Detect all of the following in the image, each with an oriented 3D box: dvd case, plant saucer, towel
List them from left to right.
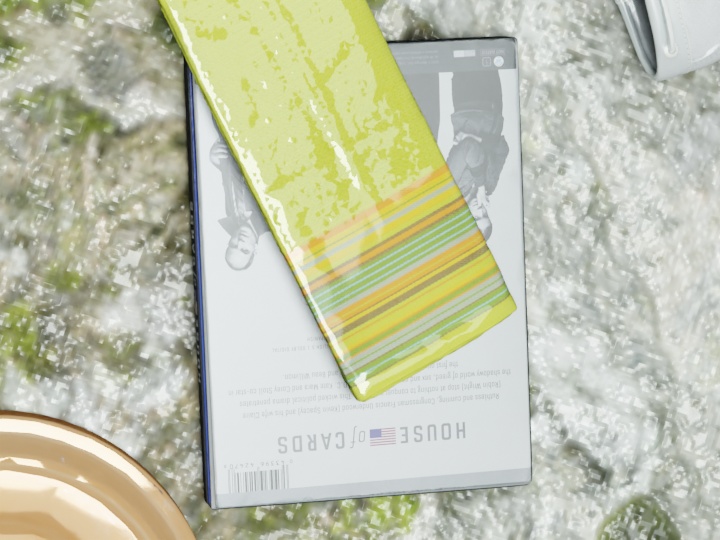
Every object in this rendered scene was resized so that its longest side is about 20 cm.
[{"bbox_3d":[-0.159,0.162,1.187,0.199,0.032,0.202,-1,95,-13],"label":"plant saucer"},{"bbox_3d":[-0.010,-0.050,1.187,0.086,0.018,0.201,-29,98,-15],"label":"towel"},{"bbox_3d":[0.000,0.000,1.212,0.149,0.025,0.202,-3,96,-12],"label":"dvd case"}]

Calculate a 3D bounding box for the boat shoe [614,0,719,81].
[{"bbox_3d":[0.111,-0.178,1.204,0.068,0.072,0.201,-29,109,-9],"label":"boat shoe"}]
